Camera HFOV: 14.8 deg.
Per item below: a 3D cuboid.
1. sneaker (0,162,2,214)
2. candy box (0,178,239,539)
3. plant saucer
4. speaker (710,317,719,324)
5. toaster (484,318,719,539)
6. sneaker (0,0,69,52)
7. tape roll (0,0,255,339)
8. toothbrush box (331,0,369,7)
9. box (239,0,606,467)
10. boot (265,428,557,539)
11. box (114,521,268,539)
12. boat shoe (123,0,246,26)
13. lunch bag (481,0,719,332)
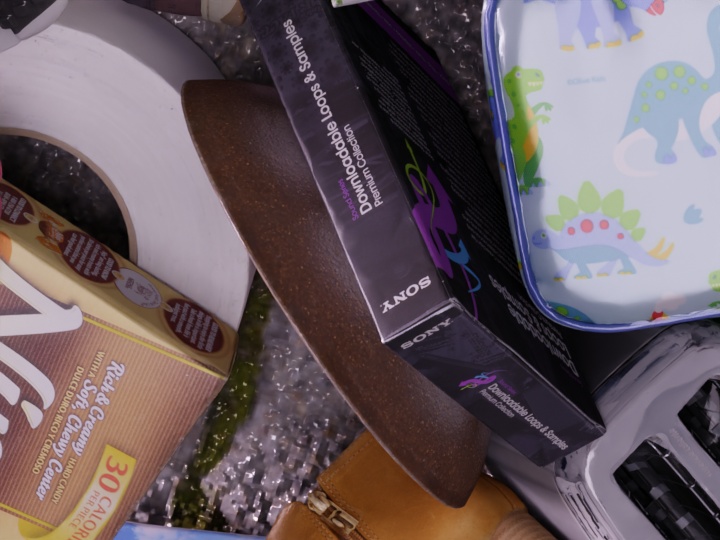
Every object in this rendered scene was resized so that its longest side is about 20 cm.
[{"bbox_3d":[-0.204,-0.065,1.031,0.095,0.079,0.200,-7,111,31],"label":"sneaker"},{"bbox_3d":[-0.163,0.024,1.111,0.200,0.055,0.116,34,108,-7],"label":"candy box"},{"bbox_3d":[0.000,0.000,1.090,0.037,0.200,0.201,-34,105,8],"label":"plant saucer"},{"bbox_3d":[0.186,0.003,1.139,0.200,0.088,0.088,41,108,-11],"label":"speaker"},{"bbox_3d":[0.132,0.084,1.136,0.114,0.129,0.200,-42,105,-7],"label":"toaster"},{"bbox_3d":[-0.197,-0.130,1.088,0.200,0.081,0.075,4,143,27],"label":"sneaker"},{"bbox_3d":[-0.141,-0.019,1.160,0.202,0.071,0.203,1,110,3],"label":"tape roll"},{"bbox_3d":[0.058,-0.174,1.020,0.145,0.200,0.086,-10,110,7],"label":"toothbrush box"},{"bbox_3d":[0.019,-0.033,1.052,0.036,0.200,0.143,-32,146,13],"label":"box"},{"bbox_3d":[0.001,0.170,1.134,0.201,0.144,0.071,-56,143,-6],"label":"boot"},{"bbox_3d":[-0.049,0.176,1.192,0.200,0.122,0.048,5,154,11],"label":"box"},{"bbox_3d":[-0.071,-0.193,1.092,0.065,0.072,0.200,0,116,-1],"label":"boat shoe"},{"bbox_3d":[0.149,-0.068,1.034,0.200,0.082,0.161,-9,102,7],"label":"lunch bag"}]
